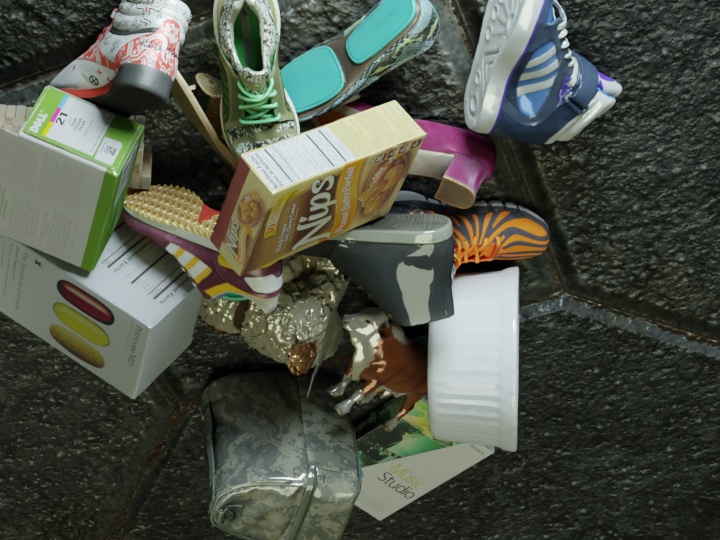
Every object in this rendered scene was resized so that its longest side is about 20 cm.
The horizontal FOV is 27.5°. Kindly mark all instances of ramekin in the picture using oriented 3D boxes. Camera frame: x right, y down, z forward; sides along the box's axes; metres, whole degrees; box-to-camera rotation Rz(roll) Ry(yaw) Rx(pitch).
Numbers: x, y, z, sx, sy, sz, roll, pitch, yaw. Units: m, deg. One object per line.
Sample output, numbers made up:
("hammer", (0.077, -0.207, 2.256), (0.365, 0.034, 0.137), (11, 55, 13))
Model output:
("ramekin", (0.126, 0.097, 1.619), (0.096, 0.202, 0.202), (0, 134, 6))

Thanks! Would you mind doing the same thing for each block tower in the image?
("block tower", (-0.308, -0.126, 1.476), (0.197, 0.054, 0.058), (5, 134, -9))

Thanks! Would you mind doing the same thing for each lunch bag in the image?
("lunch bag", (-0.102, 0.216, 1.718), (0.166, 0.201, 0.140), (11, 130, -18))

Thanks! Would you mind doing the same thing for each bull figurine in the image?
("bull figurine", (0.025, 0.111, 1.674), (0.122, 0.065, 0.199), (-46, 144, 10))

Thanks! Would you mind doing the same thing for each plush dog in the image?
("plush dog", (-0.109, 0.033, 1.593), (0.170, 0.161, 0.201), (20, 134, 10))

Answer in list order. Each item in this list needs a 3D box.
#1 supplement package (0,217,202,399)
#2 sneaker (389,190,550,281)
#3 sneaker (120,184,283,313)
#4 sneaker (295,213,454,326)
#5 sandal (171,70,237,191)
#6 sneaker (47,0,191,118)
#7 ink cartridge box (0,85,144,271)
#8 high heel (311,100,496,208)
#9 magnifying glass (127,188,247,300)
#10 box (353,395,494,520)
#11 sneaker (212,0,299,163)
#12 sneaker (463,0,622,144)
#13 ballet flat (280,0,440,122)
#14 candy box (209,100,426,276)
("supplement package", (-0.272, 0.016, 1.515), (0.199, 0.110, 0.114), (31, 133, 12))
("sneaker", (0.109, -0.016, 1.564), (0.197, 0.113, 0.078), (5, 134, -8))
("sneaker", (-0.163, -0.019, 1.466), (0.199, 0.075, 0.091), (22, 127, 32))
("sneaker", (0.000, 0.000, 1.494), (0.198, 0.075, 0.108), (4, 111, 24))
("sandal", (-0.127, -0.146, 1.470), (0.069, 0.078, 0.213), (-34, 129, -10))
("sneaker", (-0.228, -0.205, 1.398), (0.067, 0.109, 0.200), (24, 165, -34))
("ink cartridge box", (-0.322, -0.105, 1.401), (0.198, 0.076, 0.148), (23, 137, -4))
("high heel", (0.045, -0.142, 1.500), (0.198, 0.096, 0.068), (25, 134, 3))
("magnifying glass", (-0.177, -0.041, 1.523), (0.199, 0.022, 0.080), (33, 94, 6))
("box", (0.049, 0.230, 1.847), (0.199, 0.037, 0.144), (-36, 126, 26))
("sneaker", (-0.101, -0.171, 1.368), (0.076, 0.089, 0.203), (-11, 103, 1))
("sneaker", (0.192, -0.210, 1.417), (0.145, 0.081, 0.201), (3, 131, -18))
("ballet flat", (-0.004, -0.197, 1.424), (0.199, 0.075, 0.074), (-29, 129, 27))
("candy box", (-0.039, -0.080, 1.387), (0.199, 0.055, 0.116), (-25, 153, -39))
